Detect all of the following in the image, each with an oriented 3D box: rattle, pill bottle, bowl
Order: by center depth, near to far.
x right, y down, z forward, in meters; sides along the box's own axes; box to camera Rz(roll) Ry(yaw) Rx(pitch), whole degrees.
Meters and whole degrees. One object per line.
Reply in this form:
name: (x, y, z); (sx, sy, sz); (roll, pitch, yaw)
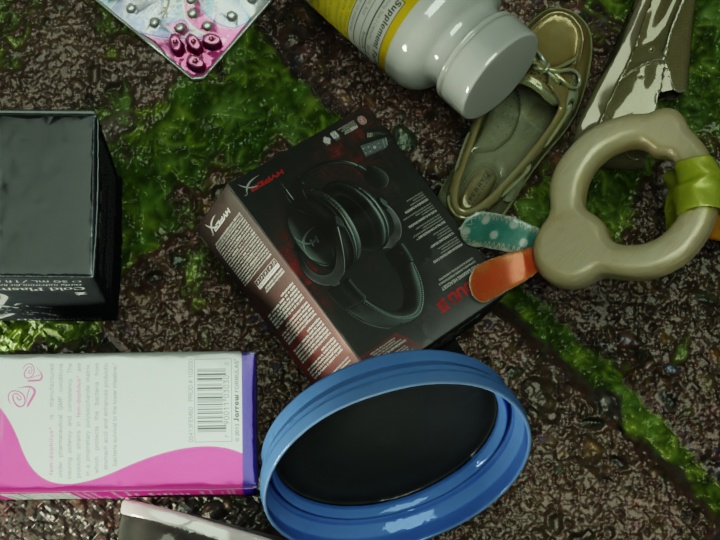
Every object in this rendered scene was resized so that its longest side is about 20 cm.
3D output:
bowl: (0.022, 0.130, 1.486); (0.200, 0.201, 0.039); (-16, 51, -4)
rattle: (0.181, -0.029, 1.559); (0.200, 0.143, 0.130); (-36, 84, 8)
pill bottle: (0.036, -0.207, 1.560); (0.111, 0.111, 0.200); (-44, 72, -8)

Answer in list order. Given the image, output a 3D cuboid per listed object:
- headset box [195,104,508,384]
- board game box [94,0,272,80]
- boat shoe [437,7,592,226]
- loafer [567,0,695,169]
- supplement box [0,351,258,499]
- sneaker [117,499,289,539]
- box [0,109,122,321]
headset box: (0.000, 0.000, 1.532); (0.149, 0.077, 0.200); (-31, 80, -34)
board game box: (-0.140, -0.285, 1.631); (0.200, 0.026, 0.200); (39, 81, 5)
boat shoe: (0.121, -0.118, 1.588); (0.073, 0.063, 0.201); (32, 78, 5)
loafer: (0.227, -0.164, 1.598); (0.067, 0.076, 0.201); (27, 91, 3)
supplement box: (-0.175, 0.115, 1.522); (0.199, 0.103, 0.102); (0, 81, -3)
sneaker: (-0.092, 0.240, 1.522); (0.199, 0.071, 0.100); (14, 83, 5)
box: (-0.279, -0.036, 1.497); (0.199, 0.197, 0.125); (0, 81, -2)
